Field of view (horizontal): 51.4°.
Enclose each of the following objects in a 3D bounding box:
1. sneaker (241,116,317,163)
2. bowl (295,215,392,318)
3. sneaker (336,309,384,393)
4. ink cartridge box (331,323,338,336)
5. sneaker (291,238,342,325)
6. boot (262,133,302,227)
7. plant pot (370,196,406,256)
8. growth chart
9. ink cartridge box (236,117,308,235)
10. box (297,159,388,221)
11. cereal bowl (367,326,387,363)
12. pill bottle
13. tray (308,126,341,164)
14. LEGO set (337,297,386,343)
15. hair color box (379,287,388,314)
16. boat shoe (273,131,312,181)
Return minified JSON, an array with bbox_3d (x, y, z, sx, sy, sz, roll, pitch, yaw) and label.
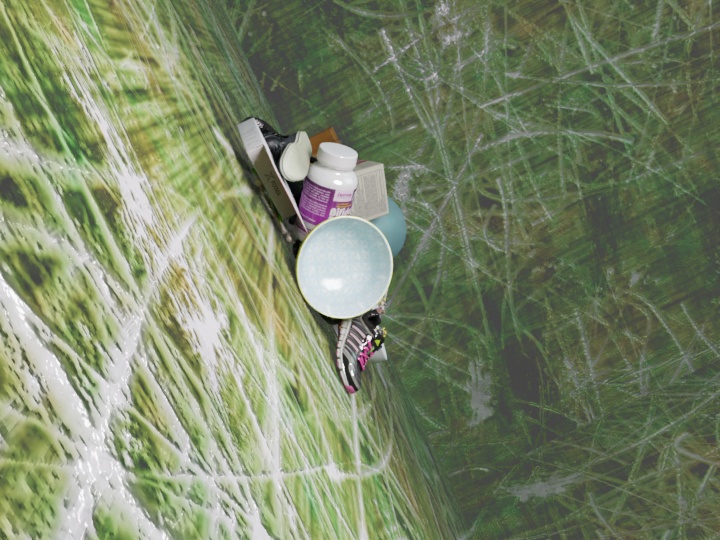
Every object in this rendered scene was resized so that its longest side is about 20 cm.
[{"bbox_3d":[-0.187,-0.298,1.757,0.199,0.060,0.104,41,-16,-14],"label":"sneaker"},{"bbox_3d":[-0.044,-0.013,1.505,0.202,0.198,0.108,64,-11,-15],"label":"bowl"},{"bbox_3d":[0.004,0.153,1.500,0.074,0.086,0.202,70,18,-44],"label":"sneaker"},{"bbox_3d":[-0.057,0.063,1.813,0.200,0.067,0.116,-109,175,-72],"label":"ink cartridge box"},{"bbox_3d":[-0.082,0.024,1.604,0.079,0.073,0.202,78,-12,-72],"label":"sneaker"},{"bbox_3d":[-0.161,-0.189,1.662,0.163,0.073,0.200,50,-20,45],"label":"boot"},{"bbox_3d":[0.012,-0.097,1.935,0.202,0.198,0.135,64,15,-5],"label":"plant pot"},{"bbox_3d":[-0.194,-0.154,1.580,0.146,0.018,0.201,-114,179,-45],"label":"growth chart"},{"bbox_3d":[-0.171,-0.173,1.477,0.201,0.043,0.175,65,1,-49],"label":"ink cartridge box"},{"bbox_3d":[-0.045,-0.175,1.775,0.108,0.198,0.130,21,-55,53],"label":"box"},{"bbox_3d":[0.003,0.151,1.952,0.200,0.082,0.203,-17,90,-88],"label":"cereal bowl"},{"bbox_3d":[-0.068,-0.157,1.558,0.113,0.111,0.202,-113,-146,-59],"label":"pill bottle"},{"bbox_3d":[-0.140,-0.272,1.848,0.037,0.198,0.099,63,2,-51],"label":"tray"},{"bbox_3d":[0.023,0.087,1.649,0.153,0.114,0.203,-2,94,-59],"label":"LEGO set"},{"bbox_3d":[0.000,0.000,1.801,0.111,0.063,0.202,-75,144,-58],"label":"hair color box"},{"bbox_3d":[-0.142,-0.226,1.505,0.201,0.061,0.075,-82,155,-62],"label":"boat shoe"}]
